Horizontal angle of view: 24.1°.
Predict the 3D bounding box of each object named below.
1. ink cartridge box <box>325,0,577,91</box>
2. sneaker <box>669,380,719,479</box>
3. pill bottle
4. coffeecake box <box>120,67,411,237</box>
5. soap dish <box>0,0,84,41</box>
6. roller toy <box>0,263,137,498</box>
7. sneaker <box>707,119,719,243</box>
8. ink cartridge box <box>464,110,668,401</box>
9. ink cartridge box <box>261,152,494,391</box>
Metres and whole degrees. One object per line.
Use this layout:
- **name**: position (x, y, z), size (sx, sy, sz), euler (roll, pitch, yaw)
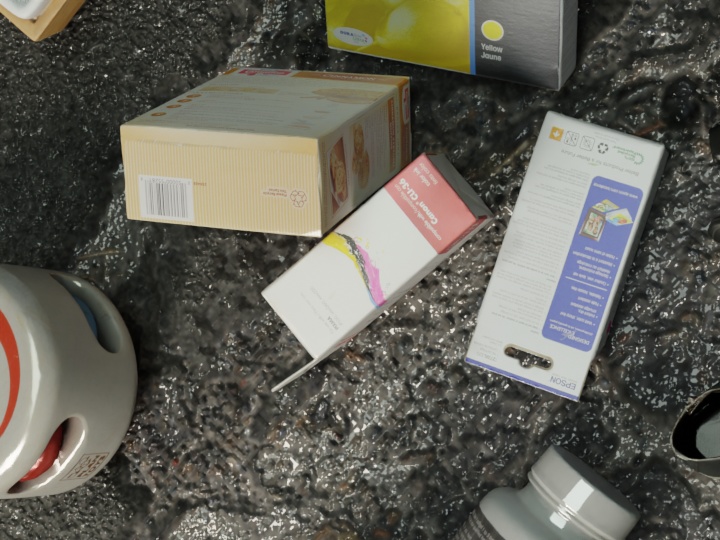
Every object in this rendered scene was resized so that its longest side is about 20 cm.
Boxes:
- **ink cartridge box**: position (0.064, -0.241, 1.250), size (0.196, 0.201, 0.047), euler (14, 45, 21)
- **sneaker**: position (0.303, 0.075, 1.161), size (0.200, 0.106, 0.075), euler (-42, 72, 10)
- **pill bottle**: position (0.108, 0.227, 1.207), size (0.111, 0.111, 0.200), euler (39, 97, 19)
- **coffeecake box**: position (-0.064, -0.093, 1.253), size (0.152, 0.200, 0.074), euler (5, 110, 20)
- **soap dish**: position (-0.284, -0.308, 1.422), size (0.200, 0.081, 0.158), euler (41, 97, 19)
- **roller toy**: position (-0.276, 0.091, 1.340), size (0.181, 0.139, 0.202), euler (1, 86, 30)
- **sneaker**: position (0.300, -0.102, 1.204), size (0.099, 0.070, 0.202), euler (17, 89, 22)
- **ink cartridge box**: position (0.154, -0.011, 1.261), size (0.094, 0.037, 0.201), euler (19, 87, 19)
- **ink cartridge box**: position (0.000, 0.000, 1.264), size (0.200, 0.116, 0.068), euler (-41, 86, 10)
